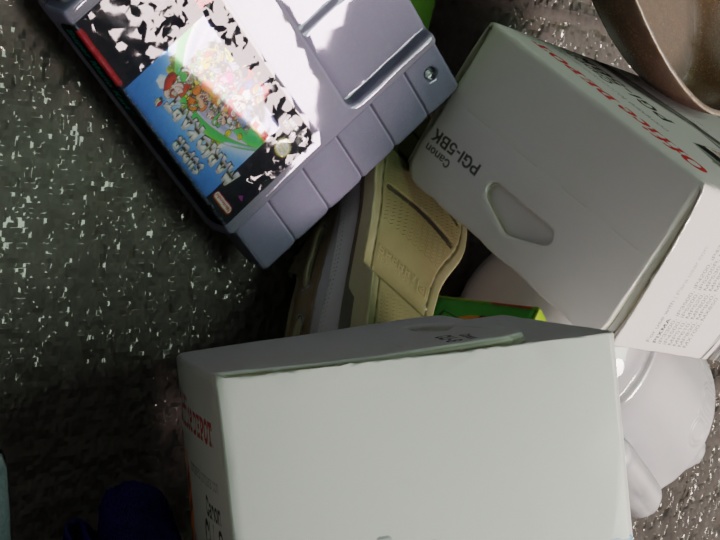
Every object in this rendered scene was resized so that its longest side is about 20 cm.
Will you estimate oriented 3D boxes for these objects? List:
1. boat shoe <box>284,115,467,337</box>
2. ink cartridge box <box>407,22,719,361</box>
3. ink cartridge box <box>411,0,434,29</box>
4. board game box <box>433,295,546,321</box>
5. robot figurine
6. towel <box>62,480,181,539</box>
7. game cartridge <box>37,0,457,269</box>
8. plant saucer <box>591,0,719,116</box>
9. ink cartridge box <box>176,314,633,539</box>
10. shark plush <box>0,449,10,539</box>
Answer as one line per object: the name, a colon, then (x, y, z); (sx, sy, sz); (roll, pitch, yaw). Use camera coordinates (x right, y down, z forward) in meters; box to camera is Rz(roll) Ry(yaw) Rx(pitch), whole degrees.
boat shoe: (0.000, 0.000, 0.812); (0.075, 0.068, 0.201); (48, 35, -27)
ink cartridge box: (0.142, -0.030, 0.831); (0.199, 0.147, 0.083); (10, 117, -50)
ink cartridge box: (0.041, -0.188, 0.810); (0.148, 0.075, 0.201); (53, 43, -44)
board game box: (0.009, 0.102, 0.814); (0.201, 0.101, 0.048); (-60, 139, -29)
robot figurine: (0.121, 0.052, 0.953); (0.200, 0.112, 0.170); (45, 19, -48)
towel: (-0.077, 0.189, 0.645); (0.049, 0.200, 0.149); (-5, 118, -13)
game cartridge: (-0.047, -0.103, 0.722); (0.130, 0.038, 0.200); (-47, 134, -12)
plant saucer: (0.139, -0.169, 0.850); (0.200, 0.032, 0.202); (35, 48, -50)
ink cartridge box: (0.015, 0.122, 0.651); (0.143, 0.145, 0.202); (-5, 91, -11)
shark plush: (-0.125, 0.167, 0.649); (0.091, 0.083, 0.202); (9, 87, -50)
